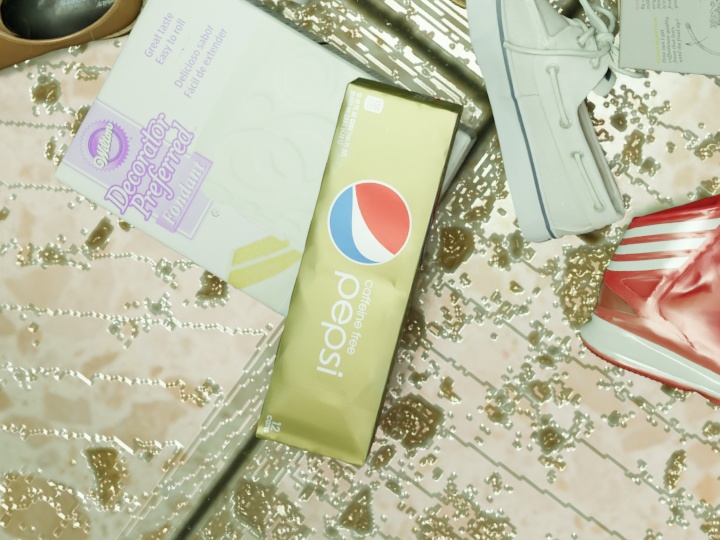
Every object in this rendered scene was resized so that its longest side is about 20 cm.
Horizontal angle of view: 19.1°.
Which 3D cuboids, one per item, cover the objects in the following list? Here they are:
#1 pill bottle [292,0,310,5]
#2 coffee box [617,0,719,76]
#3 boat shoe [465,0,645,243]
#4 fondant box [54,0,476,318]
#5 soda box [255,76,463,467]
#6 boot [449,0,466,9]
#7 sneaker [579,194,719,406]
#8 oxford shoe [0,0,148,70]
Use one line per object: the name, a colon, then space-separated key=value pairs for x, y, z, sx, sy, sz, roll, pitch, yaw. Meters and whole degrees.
pill bottle: x=-0.020 y=-0.254 z=1.178 sx=0.112 sy=0.113 sz=0.201 roll=28 pitch=99 yaw=3
coffee box: x=0.246 y=-0.144 z=1.120 sx=0.199 sy=0.113 sz=0.080 roll=7 pitch=106 yaw=30
boat shoe: x=0.112 y=-0.111 z=1.174 sx=0.085 sy=0.075 sz=0.203 roll=-8 pitch=114 yaw=15
fondant box: x=-0.054 y=-0.066 z=1.232 sx=0.199 sy=0.058 sz=0.145 roll=31 pitch=99 yaw=3
soda box: x=0.000 y=0.000 z=1.170 sx=0.064 sy=0.068 sz=0.201 roll=15 pitch=99 yaw=3
boot: x=0.104 y=-0.232 z=1.185 sx=0.073 sy=0.075 sz=0.201 roll=34 pitch=102 yaw=-3
sneaker: x=0.232 y=0.023 z=1.199 sx=0.199 sy=0.078 sz=0.116 roll=18 pitch=100 yaw=3
oxford shoe: x=-0.221 y=-0.144 z=1.237 sx=0.199 sy=0.071 sz=0.072 roll=-17 pitch=96 yaw=10
